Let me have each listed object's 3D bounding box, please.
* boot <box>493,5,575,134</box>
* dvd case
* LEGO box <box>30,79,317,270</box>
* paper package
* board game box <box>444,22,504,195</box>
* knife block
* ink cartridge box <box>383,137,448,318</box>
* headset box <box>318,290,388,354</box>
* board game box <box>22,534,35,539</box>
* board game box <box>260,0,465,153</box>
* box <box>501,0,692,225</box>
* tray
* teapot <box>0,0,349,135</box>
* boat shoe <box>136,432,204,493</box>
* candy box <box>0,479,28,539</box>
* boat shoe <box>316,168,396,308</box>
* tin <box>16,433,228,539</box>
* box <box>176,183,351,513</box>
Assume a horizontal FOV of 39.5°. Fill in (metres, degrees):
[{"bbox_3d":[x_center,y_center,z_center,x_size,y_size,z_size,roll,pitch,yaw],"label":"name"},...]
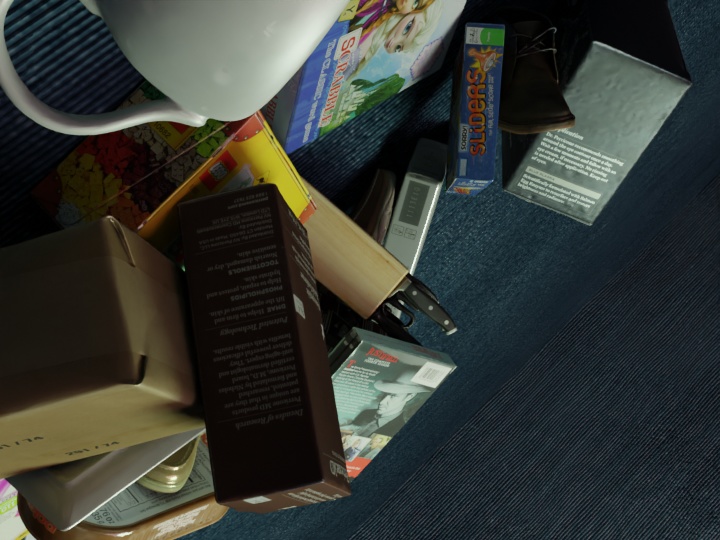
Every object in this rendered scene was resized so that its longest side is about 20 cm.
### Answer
[{"bbox_3d":[0.156,-0.194,0.966,0.075,0.200,0.097,-8,112,-5],"label":"boot"},{"bbox_3d":[-0.017,0.142,0.949,0.146,0.022,0.200,19,119,-46],"label":"dvd case"},{"bbox_3d":[-0.127,-0.051,0.752,0.149,0.077,0.200,-45,162,-6],"label":"LEGO box"},{"bbox_3d":[-0.206,0.062,0.642,0.200,0.104,0.191,-16,163,6],"label":"paper package"},{"bbox_3d":[0.105,-0.144,0.949,0.200,0.034,0.136,-4,98,-88],"label":"board game box"},{"bbox_3d":[0.000,0.000,0.944,0.064,0.176,0.200,-49,151,2],"label":"knife block"},{"bbox_3d":[0.061,-0.060,1.153,0.174,0.044,0.200,-69,176,-57],"label":"ink cartridge box"},{"bbox_3d":[-0.062,0.100,1.010,0.149,0.200,0.075,-55,-169,25],"label":"headset box"},{"bbox_3d":[-0.287,0.244,1.068,0.199,0.041,0.200,-31,156,-40],"label":"board game box"},{"bbox_3d":[0.015,-0.207,0.779,0.199,0.041,0.200,-35,159,-34],"label":"board game box"},{"bbox_3d":[0.247,-0.196,1.098,0.197,0.117,0.200,-82,-165,-49],"label":"box"},{"bbox_3d":[-0.173,0.108,0.767,0.200,0.107,0.022,-35,131,-32],"label":"tray"},{"bbox_3d":[-0.077,-0.180,0.501,0.197,0.146,0.200,-37,-152,45],"label":"teapot"},{"bbox_3d":[-0.160,0.093,0.851,0.073,0.200,0.063,21,130,-25],"label":"boat shoe"},{"bbox_3d":[-0.279,0.149,0.855,0.136,0.061,0.200,-35,159,-35],"label":"candy box"},{"bbox_3d":[-0.019,-0.022,1.062,0.076,0.072,0.200,96,17,-80],"label":"boat shoe"},{"bbox_3d":[-0.183,0.173,0.827,0.200,0.112,0.042,-10,139,-53],"label":"tin"},{"bbox_3d":[-0.063,0.054,0.667,0.075,0.200,0.100,-11,162,6],"label":"box"}]
